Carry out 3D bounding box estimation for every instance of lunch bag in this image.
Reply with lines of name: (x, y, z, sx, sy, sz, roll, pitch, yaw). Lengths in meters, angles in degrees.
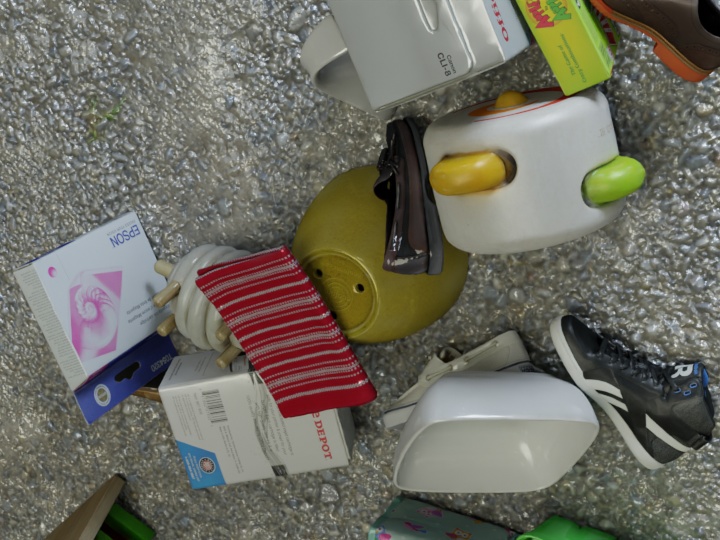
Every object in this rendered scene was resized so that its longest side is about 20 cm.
lunch bag: (0.090, 0.394, 1.440, 0.170, 0.122, 0.200, 13, 109, 19)

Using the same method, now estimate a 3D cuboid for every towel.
towel: (-0.080, 0.071, 1.290, 0.144, 0.022, 0.200, -14, 115, 40)

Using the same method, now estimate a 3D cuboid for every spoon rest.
spoon rest: (-0.012, -0.202, 1.211, 0.061, 0.200, 0.100, -31, 78, 13)

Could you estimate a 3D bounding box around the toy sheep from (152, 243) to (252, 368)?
toy sheep: (-0.165, 0.033, 1.410, 0.200, 0.138, 0.138, 29, 119, 19)

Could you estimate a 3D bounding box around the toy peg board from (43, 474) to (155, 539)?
toy peg board: (-0.383, 0.416, 1.633, 0.098, 0.200, 0.199, 41, 122, -12)

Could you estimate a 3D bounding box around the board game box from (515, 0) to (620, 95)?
board game box: (0.171, -0.273, 1.106, 0.048, 0.102, 0.200, -20, 115, 28)

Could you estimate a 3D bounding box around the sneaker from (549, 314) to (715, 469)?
sneaker: (0.297, 0.106, 1.264, 0.112, 0.073, 0.200, -34, 102, 28)

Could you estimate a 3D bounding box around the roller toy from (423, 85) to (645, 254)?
roller toy: (0.156, -0.106, 1.174, 0.200, 0.182, 0.140, -16, 104, -5)

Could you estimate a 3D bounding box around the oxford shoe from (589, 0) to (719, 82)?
oxford shoe: (0.270, -0.257, 1.099, 0.200, 0.071, 0.073, 33, 146, -20)

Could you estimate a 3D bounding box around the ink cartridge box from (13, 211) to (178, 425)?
ink cartridge box: (-0.296, 0.051, 1.438, 0.043, 0.196, 0.200, -19, 101, 31)

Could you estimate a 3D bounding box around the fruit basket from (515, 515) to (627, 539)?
fruit basket: (0.249, 0.387, 1.317, 0.215, 0.216, 0.156, 16, 116, 19)

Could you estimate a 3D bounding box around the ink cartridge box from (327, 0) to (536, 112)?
ink cartridge box: (0.080, -0.257, 1.141, 0.144, 0.200, 0.146, -18, 101, 29)

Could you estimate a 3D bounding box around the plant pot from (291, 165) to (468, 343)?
plant pot: (0.000, 0.000, 1.313, 0.200, 0.142, 0.200, 9, 113, 22)

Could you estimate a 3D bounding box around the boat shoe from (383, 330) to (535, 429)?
boat shoe: (0.103, 0.123, 1.366, 0.200, 0.071, 0.070, -29, 69, 35)

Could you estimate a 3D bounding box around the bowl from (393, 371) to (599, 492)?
bowl: (0.137, 0.171, 1.298, 0.200, 0.075, 0.200, 1, 147, -12)

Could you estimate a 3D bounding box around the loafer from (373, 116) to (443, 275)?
loafer: (0.040, -0.080, 1.240, 0.063, 0.200, 0.072, -6, 143, -6)

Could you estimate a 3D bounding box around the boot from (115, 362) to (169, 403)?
boot: (-0.239, 0.162, 1.532, 0.200, 0.074, 0.076, 9, 119, 18)

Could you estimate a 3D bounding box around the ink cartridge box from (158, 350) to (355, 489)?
ink cartridge box: (-0.118, 0.166, 1.430, 0.200, 0.084, 0.145, -10, 113, 10)
